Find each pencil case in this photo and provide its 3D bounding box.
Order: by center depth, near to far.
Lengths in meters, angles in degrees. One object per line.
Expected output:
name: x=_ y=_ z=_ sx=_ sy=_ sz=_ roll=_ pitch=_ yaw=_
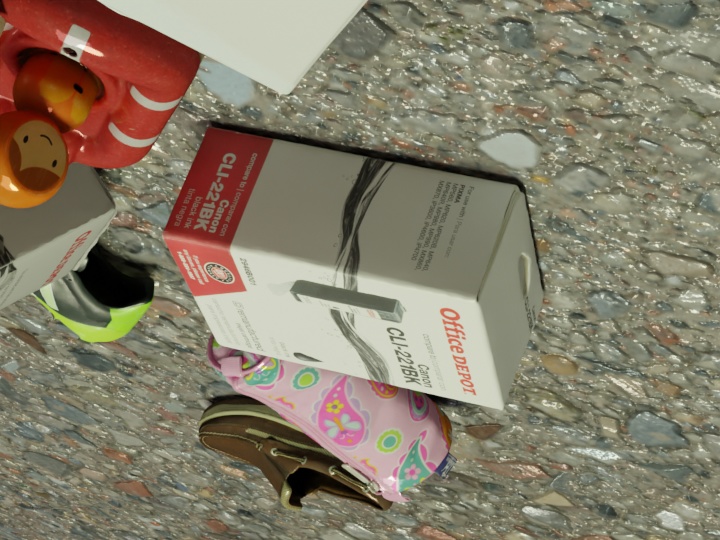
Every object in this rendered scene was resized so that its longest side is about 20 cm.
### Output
pencil case: x=-0.018 y=0.090 z=1.262 sx=0.087 sy=0.088 sz=0.200 roll=-5 pitch=144 yaw=43

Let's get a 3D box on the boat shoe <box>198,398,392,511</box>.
boat shoe: x=-0.054 y=0.155 z=1.431 sx=0.202 sy=0.075 sz=0.075 roll=3 pitch=150 yaw=32

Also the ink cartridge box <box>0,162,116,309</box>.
ink cartridge box: x=-0.271 y=-0.008 z=1.111 sx=0.084 sy=0.200 sz=0.145 roll=58 pitch=152 yaw=3

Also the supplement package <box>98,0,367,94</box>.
supplement package: x=-0.035 y=-0.192 z=0.623 sx=0.151 sy=0.151 sz=0.200 roll=26 pitch=154 yaw=-13

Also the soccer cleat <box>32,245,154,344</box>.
soccer cleat: x=-0.237 y=-0.017 z=1.248 sx=0.200 sy=0.068 sz=0.081 roll=31 pitch=135 yaw=-24

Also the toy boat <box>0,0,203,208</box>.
toy boat: x=-0.167 y=-0.093 z=0.946 sx=0.130 sy=0.131 sz=0.200 roll=25 pitch=155 yaw=-11

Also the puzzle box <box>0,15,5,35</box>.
puzzle box: x=-0.281 y=-0.160 z=0.835 sx=0.133 sy=0.025 sz=0.200 roll=0 pitch=151 yaw=37

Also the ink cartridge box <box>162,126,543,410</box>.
ink cartridge box: x=0.000 y=0.000 z=1.066 sx=0.199 sy=0.084 sz=0.144 roll=11 pitch=153 yaw=18
